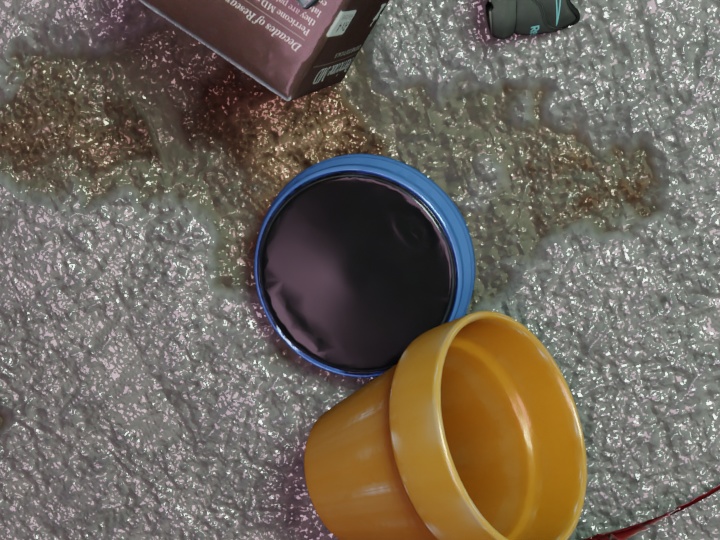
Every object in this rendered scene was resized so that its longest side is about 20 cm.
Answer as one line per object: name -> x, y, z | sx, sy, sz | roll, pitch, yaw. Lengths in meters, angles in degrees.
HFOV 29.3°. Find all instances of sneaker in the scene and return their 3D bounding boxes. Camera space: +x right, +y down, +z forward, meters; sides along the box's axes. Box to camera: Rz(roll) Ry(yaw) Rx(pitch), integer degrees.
sneaker -> 0.141, -0.286, 1.098 | 0.079, 0.075, 0.201 | 1, 111, 3

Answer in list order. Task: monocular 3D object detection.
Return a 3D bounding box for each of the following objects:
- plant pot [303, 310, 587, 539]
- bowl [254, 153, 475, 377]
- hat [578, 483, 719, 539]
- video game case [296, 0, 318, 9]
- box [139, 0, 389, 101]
plant pot -> 0.059, 0.155, 1.158 | 0.183, 0.200, 0.201 | -23, 97, 38
bowl -> 0.000, 0.000, 1.209 | 0.200, 0.039, 0.201 | 3, 104, 14
hat -> 0.231, 0.259, 1.223 | 0.200, 0.176, 0.166 | 4, 120, 46
video game case -> -0.050, -0.311, 0.985 | 0.143, 0.019, 0.200 | -39, 89, 18
box -> -0.051, -0.268, 1.092 | 0.164, 0.166, 0.200 | 34, 109, 4
